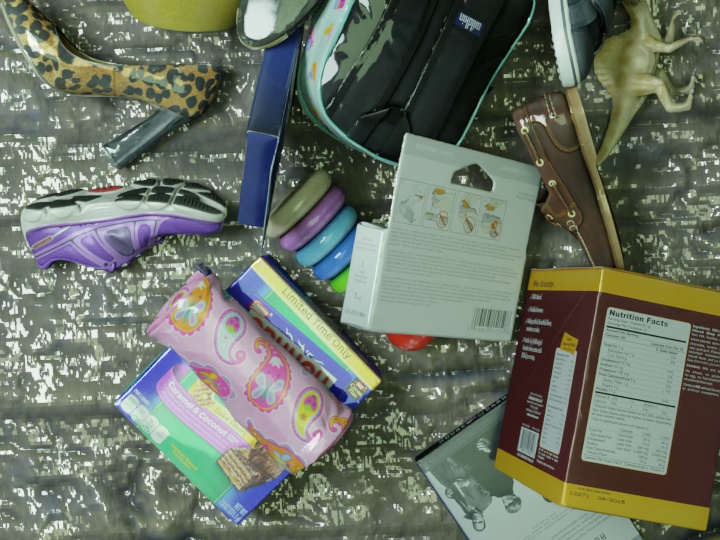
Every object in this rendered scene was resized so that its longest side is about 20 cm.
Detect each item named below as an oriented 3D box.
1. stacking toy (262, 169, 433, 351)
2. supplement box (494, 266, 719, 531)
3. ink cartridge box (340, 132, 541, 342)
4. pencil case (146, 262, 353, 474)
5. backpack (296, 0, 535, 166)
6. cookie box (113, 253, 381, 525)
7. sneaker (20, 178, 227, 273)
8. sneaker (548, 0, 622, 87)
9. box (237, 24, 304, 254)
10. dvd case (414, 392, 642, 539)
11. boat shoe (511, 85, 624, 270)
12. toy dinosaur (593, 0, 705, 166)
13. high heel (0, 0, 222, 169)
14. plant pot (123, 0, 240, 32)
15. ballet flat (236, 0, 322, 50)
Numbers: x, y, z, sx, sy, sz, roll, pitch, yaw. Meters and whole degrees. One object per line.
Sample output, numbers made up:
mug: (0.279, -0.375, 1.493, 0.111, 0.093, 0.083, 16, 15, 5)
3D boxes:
stacking toy: (0.000, 0.000, 1.053, 0.085, 0.085, 0.200, -44, 98, 2)
supplement box: (0.228, 0.107, 0.992, 0.132, 0.197, 0.202, 11, 88, -9)
ink cartridge box: (0.080, -0.026, 1.012, 0.199, 0.043, 0.175, 7, 94, -43)
pencil case: (-0.098, 0.090, 0.980, 0.087, 0.087, 0.200, -44, 93, 2)
backpack: (0.034, -0.198, 0.987, 0.175, 0.153, 0.201, 23, 89, -28)
cookie box: (-0.106, 0.113, 1.059, 0.200, 0.075, 0.171, -45, 94, 1)
sneaker: (-0.225, -0.040, 1.055, 0.198, 0.081, 0.084, -5, 111, 6)
sneaker: (0.211, -0.266, 1.001, 0.079, 0.078, 0.202, -5, 69, 15)
box: (-0.081, -0.127, 0.966, 0.032, 0.122, 0.201, 9, 53, -4)
dvd case: (0.171, 0.231, 1.103, 0.150, 0.025, 0.201, -34, 95, 1)
boat shoe: (0.201, -0.078, 1.042, 0.070, 0.071, 0.201, -19, 115, 11)
toy dinosaur: (0.277, -0.187, 1.066, 0.100, 0.058, 0.202, 12, 103, 14)
high heel: (-0.232, -0.212, 1.025, 0.142, 0.071, 0.200, -34, 111, 7)
plant pot: (-0.155, -0.299, 0.982, 0.198, 0.200, 0.143, 6, 118, -2)
ballet flat: (-0.042, -0.275, 0.944, 0.066, 0.057, 0.201, 31, 85, 1)
